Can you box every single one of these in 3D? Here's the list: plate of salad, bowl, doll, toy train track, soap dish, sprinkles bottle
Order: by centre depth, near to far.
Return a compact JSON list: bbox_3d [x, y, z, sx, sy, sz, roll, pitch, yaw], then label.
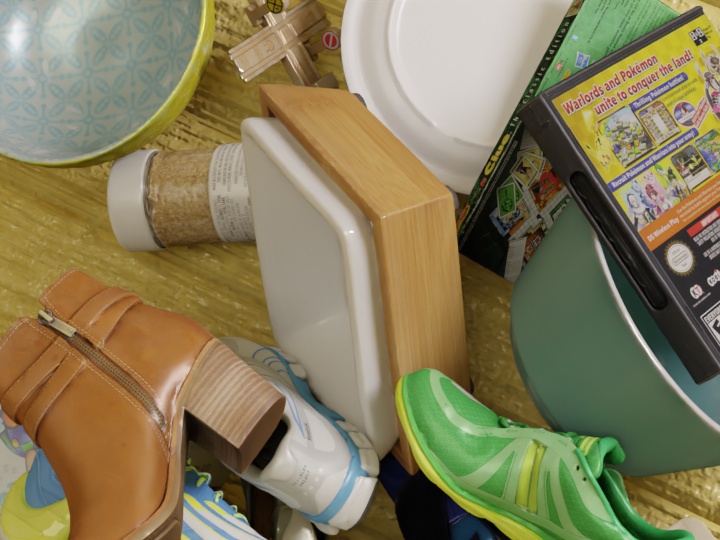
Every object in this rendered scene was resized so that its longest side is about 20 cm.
[{"bbox_3d":[0.164,0.042,1.121,0.105,0.200,0.202,-36,73,32],"label":"bowl"},{"bbox_3d":[0.000,0.000,1.138,0.081,0.201,0.157,-23,42,-18],"label":"soap dish"},{"bbox_3d":[0.053,0.144,1.149,0.136,0.049,0.201,-30,45,1],"label":"doll"},{"bbox_3d":[0.085,-0.144,1.225,0.198,0.048,0.202,1,79,-6],"label":"plate of salad"},{"bbox_3d":[-0.063,-0.195,1.226,0.032,0.115,0.201,-22,103,37],"label":"toy train track"},{"bbox_3d":[-0.066,-0.052,1.249,0.198,0.068,0.069,-4,81,16],"label":"sprinkles bottle"},{"bbox_3d":[-0.179,-0.158,1.277,0.198,0.108,0.202,-3,80,16],"label":"bowl"}]

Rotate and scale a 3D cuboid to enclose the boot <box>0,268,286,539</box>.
[{"bbox_3d":[-0.155,0.098,1.033,0.154,0.074,0.200,31,55,15],"label":"boot"}]

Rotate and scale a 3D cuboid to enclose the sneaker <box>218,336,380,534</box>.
[{"bbox_3d":[-0.070,0.083,1.141,0.200,0.086,0.075,31,92,52],"label":"sneaker"}]

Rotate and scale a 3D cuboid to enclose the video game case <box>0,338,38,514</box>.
[{"bbox_3d":[-0.213,0.137,1.153,0.198,0.024,0.184,-23,79,10],"label":"video game case"}]

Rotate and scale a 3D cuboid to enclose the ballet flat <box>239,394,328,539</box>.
[{"bbox_3d":[-0.042,0.145,1.186,0.067,0.064,0.202,8,58,-13],"label":"ballet flat"}]

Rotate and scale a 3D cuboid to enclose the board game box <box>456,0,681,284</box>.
[{"bbox_3d":[0.143,-0.080,1.188,0.104,0.023,0.201,29,90,-17],"label":"board game box"}]

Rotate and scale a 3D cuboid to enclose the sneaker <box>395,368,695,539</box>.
[{"bbox_3d":[0.107,0.116,1.068,0.199,0.074,0.084,39,109,11],"label":"sneaker"}]

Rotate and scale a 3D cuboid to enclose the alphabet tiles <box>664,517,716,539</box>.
[{"bbox_3d":[0.133,0.227,1.070,0.199,0.015,0.196,-33,43,0],"label":"alphabet tiles"}]

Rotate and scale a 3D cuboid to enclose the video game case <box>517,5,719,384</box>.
[{"bbox_3d":[0.197,-0.051,1.098,0.025,0.199,0.182,-35,87,43],"label":"video game case"}]

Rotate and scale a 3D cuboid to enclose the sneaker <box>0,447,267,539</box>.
[{"bbox_3d":[-0.108,0.132,1.081,0.198,0.076,0.106,11,81,7],"label":"sneaker"}]

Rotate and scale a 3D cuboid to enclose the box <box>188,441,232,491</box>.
[{"bbox_3d":[-0.185,0.166,1.222,0.109,0.128,0.201,35,93,16],"label":"box"}]
